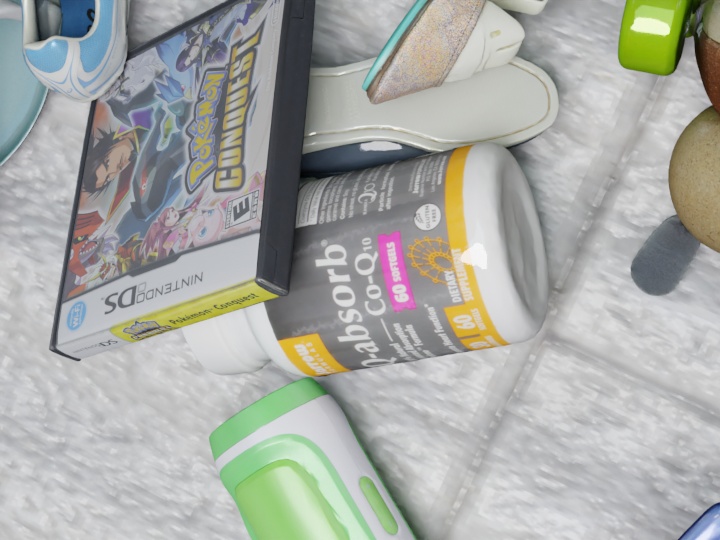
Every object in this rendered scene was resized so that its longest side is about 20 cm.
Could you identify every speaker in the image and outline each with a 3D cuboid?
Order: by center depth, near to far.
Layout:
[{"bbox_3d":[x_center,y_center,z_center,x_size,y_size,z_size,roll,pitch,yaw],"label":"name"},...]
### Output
[{"bbox_3d":[-0.010,0.167,0.823,0.088,0.088,0.200,-32,80,8],"label":"speaker"}]

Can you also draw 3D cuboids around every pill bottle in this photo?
[{"bbox_3d":[0.000,0.000,0.811,0.200,0.116,0.117,-12,83,21],"label":"pill bottle"}]

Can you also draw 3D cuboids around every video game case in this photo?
[{"bbox_3d":[-0.104,-0.060,0.815,0.181,0.025,0.200,-18,58,39],"label":"video game case"}]

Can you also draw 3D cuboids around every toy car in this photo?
[{"bbox_3d":[0.226,-0.067,0.789,0.164,0.158,0.200,14,117,16],"label":"toy car"}]

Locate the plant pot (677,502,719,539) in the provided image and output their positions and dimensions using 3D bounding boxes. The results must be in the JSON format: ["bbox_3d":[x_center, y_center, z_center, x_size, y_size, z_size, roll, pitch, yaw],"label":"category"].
[{"bbox_3d":[0.198,0.249,0.725,0.200,0.180,0.200,40,94,11],"label":"plant pot"}]

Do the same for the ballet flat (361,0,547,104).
[{"bbox_3d":[0.072,-0.159,0.808,0.067,0.068,0.200,32,63,-2],"label":"ballet flat"}]

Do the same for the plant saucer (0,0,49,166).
[{"bbox_3d":[-0.293,-0.143,0.934,0.200,0.027,0.201,-1,85,11],"label":"plant saucer"}]

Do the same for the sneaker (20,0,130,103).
[{"bbox_3d":[-0.178,-0.205,0.882,0.072,0.072,0.200,-7,68,12],"label":"sneaker"}]

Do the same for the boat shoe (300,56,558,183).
[{"bbox_3d":[0.019,-0.086,0.845,0.200,0.062,0.075,-9,68,2],"label":"boat shoe"}]

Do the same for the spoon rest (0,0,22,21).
[{"bbox_3d":[-0.270,-0.085,0.882,0.099,0.061,0.200,21,90,13],"label":"spoon rest"}]
